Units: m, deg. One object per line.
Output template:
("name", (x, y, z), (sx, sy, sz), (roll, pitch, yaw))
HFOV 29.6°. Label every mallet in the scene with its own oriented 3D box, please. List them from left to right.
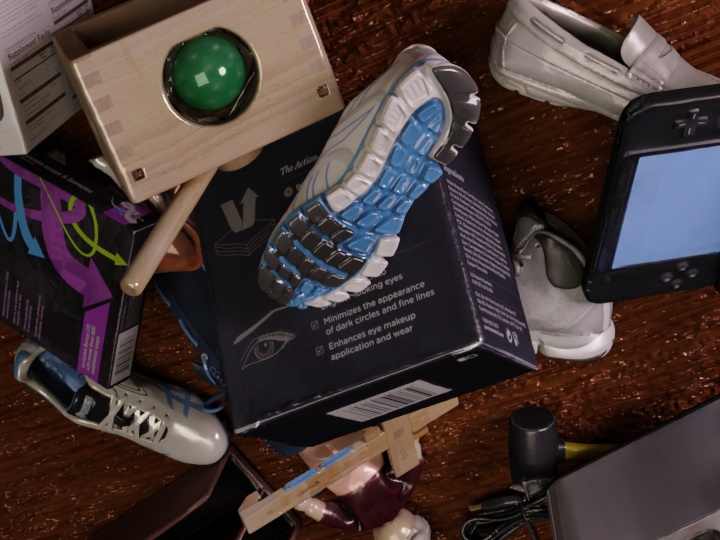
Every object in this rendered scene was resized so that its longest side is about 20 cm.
("mallet", (0.216, 0.156, 1.102), (0.198, 0.041, 0.067), (7, 118, 6))

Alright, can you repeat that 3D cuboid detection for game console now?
("game console", (0.257, -0.019, 0.914), (0.174, 0.117, 0.201), (-8, 140, -9))

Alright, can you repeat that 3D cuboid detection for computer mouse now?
("computer mouse", (0.164, 0.277, 1.169), (0.109, 0.044, 0.201), (-18, 110, 20))

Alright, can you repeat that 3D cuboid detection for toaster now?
("toaster", (0.249, 0.214, 1.049), (0.199, 0.119, 0.181), (-31, 120, 22))

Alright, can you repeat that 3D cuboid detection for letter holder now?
("letter holder", (-0.170, 0.271, 1.194), (0.199, 0.142, 0.101), (-35, 104, 27))

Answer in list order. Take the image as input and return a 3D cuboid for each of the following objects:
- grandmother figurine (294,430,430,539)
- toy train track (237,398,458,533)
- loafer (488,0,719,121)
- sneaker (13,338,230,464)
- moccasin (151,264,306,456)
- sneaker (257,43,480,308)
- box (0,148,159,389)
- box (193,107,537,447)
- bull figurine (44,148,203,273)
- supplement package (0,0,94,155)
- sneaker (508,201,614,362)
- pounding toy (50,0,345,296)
("grandmother figurine", (0.001, 0.172, 1.152), (0.120, 0.061, 0.201), (-28, 109, 10))
("toy train track", (-0.013, 0.141, 1.090), (0.199, 0.033, 0.115), (-31, 141, -14))
("loafer", (0.187, -0.139, 0.940), (0.198, 0.070, 0.070), (17, 121, 3))
("sneaker", (-0.207, 0.117, 1.168), (0.199, 0.073, 0.072), (28, 118, -2))
("moccasin", (-0.100, 0.065, 1.090), (0.068, 0.080, 0.201), (-39, 66, 22))
("sneaker", (0.001, -0.063, 0.897), (0.075, 0.087, 0.200), (32, 108, -27))
("box", (-0.251, -0.016, 1.059), (0.199, 0.036, 0.144), (28, 121, 23))
("box", (0.000, 0.000, 0.977), (0.195, 0.117, 0.202), (-21, 70, 23))
("bull figurine", (-0.208, -0.036, 1.085), (0.198, 0.065, 0.123), (-7, 111, 29))
("supplement package", (-0.314, -0.158, 1.008), (0.198, 0.156, 0.112), (-3, 115, 16))
("sneaker", (0.099, 0.000, 1.039), (0.198, 0.075, 0.117), (4, 113, 1))
("pounding toy", (-0.115, -0.108, 0.920), (0.183, 0.200, 0.143), (-25, 112, -9))
